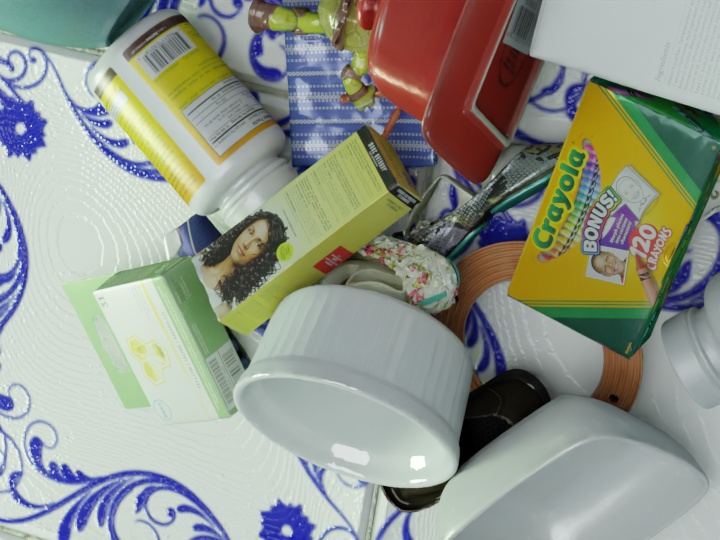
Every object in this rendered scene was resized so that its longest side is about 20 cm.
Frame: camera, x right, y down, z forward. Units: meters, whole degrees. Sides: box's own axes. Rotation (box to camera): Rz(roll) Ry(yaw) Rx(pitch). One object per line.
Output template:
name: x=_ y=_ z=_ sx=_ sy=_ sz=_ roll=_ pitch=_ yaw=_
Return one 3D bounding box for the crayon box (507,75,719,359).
crayon box: x=0.209 y=-0.046 z=1.436 sx=0.118 sy=0.058 sz=0.202 roll=27 pitch=117 yaw=17

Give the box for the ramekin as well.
ramekin: x=0.000 y=0.096 z=1.512 sx=0.198 sy=0.201 sz=0.099 roll=12 pitch=63 yaw=17

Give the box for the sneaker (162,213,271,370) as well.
sneaker: x=-0.086 y=0.025 z=1.630 sx=0.114 sy=0.081 sz=0.201 roll=-26 pitch=99 yaw=20

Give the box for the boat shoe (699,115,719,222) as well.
boat shoe: x=0.268 y=-0.068 z=1.474 sx=0.199 sy=0.069 sz=0.071 roll=-34 pitch=90 yaw=24

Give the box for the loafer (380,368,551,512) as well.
loafer: x=0.081 y=0.157 z=1.583 sx=0.073 sy=0.071 sz=0.200 roll=47 pitch=124 yaw=0

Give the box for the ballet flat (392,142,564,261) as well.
ballet flat: x=0.101 y=-0.065 z=1.537 sx=0.200 sy=0.072 sz=0.072 roll=-39 pitch=87 yaw=23

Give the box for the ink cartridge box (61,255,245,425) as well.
ink cartridge box: x=-0.200 y=0.071 z=1.641 sx=0.199 sy=0.048 sz=0.147 roll=-11 pitch=110 yaw=43

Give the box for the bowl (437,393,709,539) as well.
bowl: x=0.174 y=0.182 z=1.521 sx=0.199 sy=0.199 sz=0.075 roll=-38 pitch=50 yaw=24

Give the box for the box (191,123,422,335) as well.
box: x=-0.047 y=-0.033 z=1.529 sx=0.199 sy=0.050 sz=0.076 roll=-37 pitch=57 yaw=13

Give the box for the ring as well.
ring: x=0.153 y=0.066 z=1.559 sx=0.198 sy=0.019 sz=0.203 roll=11 pitch=117 yaw=22

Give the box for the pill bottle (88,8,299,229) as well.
pill bottle: x=-0.142 y=-0.127 z=1.592 sx=0.109 sy=0.109 sz=0.200 roll=-43 pitch=86 yaw=23

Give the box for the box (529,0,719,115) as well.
box: x=0.254 y=-0.200 z=1.404 sx=0.198 sy=0.152 sz=0.108 roll=19 pitch=109 yaw=15

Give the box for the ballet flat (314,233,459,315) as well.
ballet flat: x=0.000 y=0.000 z=1.549 sx=0.199 sy=0.064 sz=0.076 roll=10 pitch=123 yaw=47

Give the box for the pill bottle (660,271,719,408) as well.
pill bottle: x=0.348 y=0.032 z=1.445 sx=0.199 sy=0.111 sz=0.112 roll=-32 pitch=90 yaw=23

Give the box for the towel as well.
towel: x=-0.002 y=-0.190 z=1.572 sx=0.143 sy=0.024 sz=0.203 roll=2 pitch=103 yaw=21

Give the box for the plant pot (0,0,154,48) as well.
plant pot: x=-0.244 y=-0.274 z=1.556 sx=0.134 sy=0.200 sz=0.201 roll=38 pitch=112 yaw=0

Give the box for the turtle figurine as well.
turtle figurine: x=-0.016 y=-0.209 z=1.528 sx=0.160 sy=0.064 sz=0.202 roll=20 pitch=111 yaw=18

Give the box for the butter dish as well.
butter dish: x=0.065 y=-0.196 z=1.436 sx=0.147 sy=0.200 sz=0.201 roll=23 pitch=88 yaw=21
